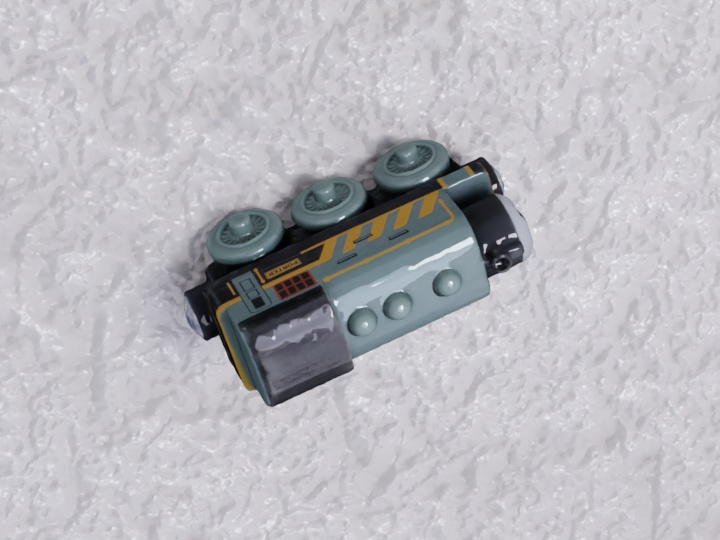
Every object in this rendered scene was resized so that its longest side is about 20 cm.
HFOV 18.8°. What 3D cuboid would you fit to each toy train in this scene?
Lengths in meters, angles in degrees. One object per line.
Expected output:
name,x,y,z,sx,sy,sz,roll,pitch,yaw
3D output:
toy train,0.000,0.000,1.220,0.199,0.114,0.086,-23,124,-9
